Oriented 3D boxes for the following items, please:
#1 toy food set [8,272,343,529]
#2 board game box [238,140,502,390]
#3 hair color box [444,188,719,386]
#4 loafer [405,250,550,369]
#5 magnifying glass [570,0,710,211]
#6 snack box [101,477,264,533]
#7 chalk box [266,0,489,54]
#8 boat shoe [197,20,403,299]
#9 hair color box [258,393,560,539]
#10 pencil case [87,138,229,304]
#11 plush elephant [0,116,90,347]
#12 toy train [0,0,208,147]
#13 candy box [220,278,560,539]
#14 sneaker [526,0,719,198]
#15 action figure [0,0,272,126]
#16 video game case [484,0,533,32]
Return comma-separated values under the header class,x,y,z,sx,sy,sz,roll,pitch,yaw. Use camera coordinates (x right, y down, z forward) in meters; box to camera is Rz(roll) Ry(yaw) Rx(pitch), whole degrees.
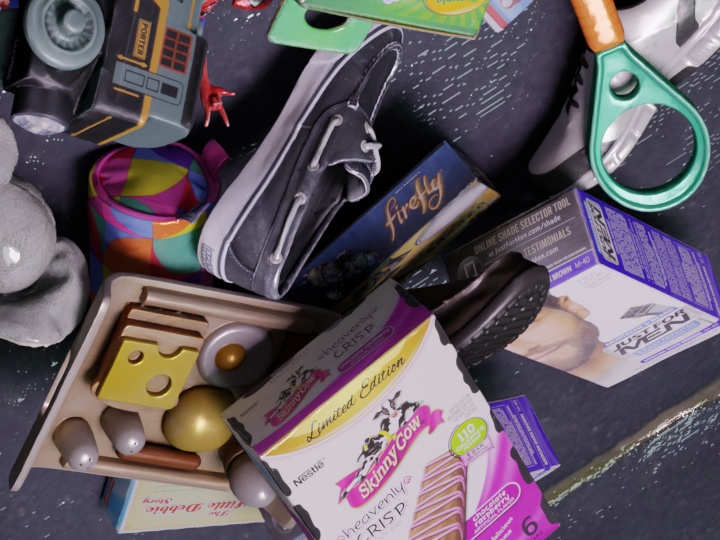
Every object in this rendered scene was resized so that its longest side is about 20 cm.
class,x,y,z,sx,sy,sz,roll,pitch,yaw
toy food set,-0.098,0.086,1.387,0.199,0.061,0.144,11,118,-34
board game box,0.000,0.000,1.490,0.200,0.035,0.135,-42,171,6
hair color box,0.158,0.016,1.575,0.109,0.065,0.200,-29,151,27
loafer,0.034,0.040,1.479,0.200,0.072,0.073,-37,163,26
magnifying glass,0.166,-0.126,1.466,0.079,0.022,0.201,-21,114,7
snack box,-0.072,0.123,1.598,0.199,0.037,0.117,-1,127,-31
chalk box,0.008,-0.210,1.280,0.124,0.124,0.201,4,116,-33
boat shoe,-0.019,-0.070,1.392,0.201,0.067,0.072,-56,156,-21
hair color box,0.036,0.146,1.574,0.109,0.065,0.199,-37,161,34
pencil case,-0.127,0.013,1.441,0.088,0.089,0.201,-12,134,-22
plush elephant,-0.244,-0.013,1.300,0.155,0.199,0.166,-36,132,-26
toy train,-0.132,-0.160,1.229,0.113,0.202,0.085,18,161,-30
candy box,0.022,0.124,1.407,0.136,0.061,0.200,-39,125,-8
sneaker,0.167,-0.136,1.513,0.080,0.074,0.200,31,109,-21
action figure,-0.133,-0.133,1.299,0.199,0.100,0.065,-9,163,-28
video game case,0.121,-0.254,1.407,0.200,0.017,0.143,-42,137,7
